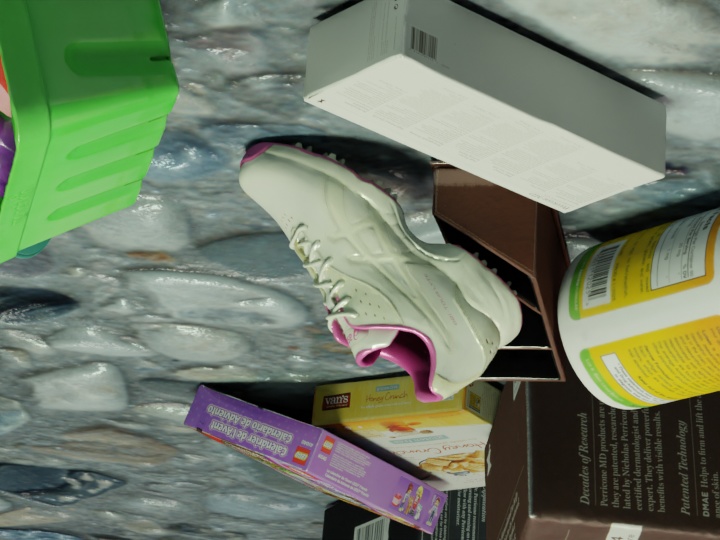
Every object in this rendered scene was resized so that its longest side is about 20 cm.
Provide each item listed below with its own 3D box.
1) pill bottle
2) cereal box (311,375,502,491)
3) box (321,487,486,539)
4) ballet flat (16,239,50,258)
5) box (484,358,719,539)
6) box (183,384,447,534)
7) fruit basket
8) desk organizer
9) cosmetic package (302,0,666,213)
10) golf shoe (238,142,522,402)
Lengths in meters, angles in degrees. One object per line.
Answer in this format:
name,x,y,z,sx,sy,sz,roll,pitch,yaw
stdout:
pill bottle,0.231,0.016,1.403,0.111,0.111,0.200,22,153,-38
cereal box,0.073,0.133,1.833,0.144,0.040,0.200,-9,155,32
box,0.091,0.276,2.083,0.196,0.124,0.200,16,155,-25
ballet flat,-0.240,-0.064,1.366,0.073,0.073,0.200,1,165,10
box,0.204,0.164,1.669,0.199,0.165,0.166,6,143,-5
box,-0.035,0.157,1.856,0.137,0.039,0.200,16,169,38
fruit basket,-0.212,-0.100,1.168,0.215,0.156,0.216,-13,163,-4
desk organizer,0.092,0.004,1.445,0.071,0.077,0.200,0,158,11
cosmetic package,0.071,-0.093,1.235,0.200,0.051,0.082,21,151,-36
golf shoe,0.000,0.000,1.359,0.200,0.092,0.075,35,157,5
